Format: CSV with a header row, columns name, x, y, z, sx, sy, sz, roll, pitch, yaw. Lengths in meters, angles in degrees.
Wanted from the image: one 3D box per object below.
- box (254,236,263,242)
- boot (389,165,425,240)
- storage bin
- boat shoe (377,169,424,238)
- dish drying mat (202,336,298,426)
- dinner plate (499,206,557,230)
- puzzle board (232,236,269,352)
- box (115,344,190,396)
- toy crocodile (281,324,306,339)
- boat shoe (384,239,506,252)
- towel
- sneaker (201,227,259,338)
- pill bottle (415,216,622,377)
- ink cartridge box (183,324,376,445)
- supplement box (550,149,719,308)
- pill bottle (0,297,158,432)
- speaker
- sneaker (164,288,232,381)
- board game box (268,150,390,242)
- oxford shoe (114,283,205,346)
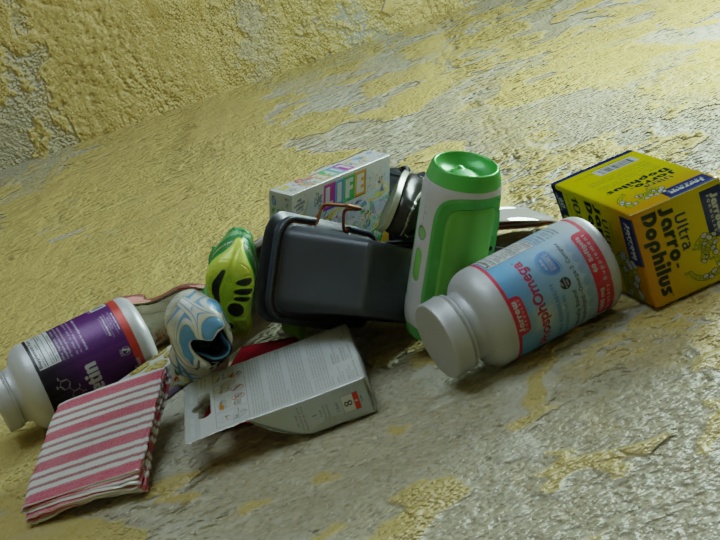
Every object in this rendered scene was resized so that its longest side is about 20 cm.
name,x,y,z,sx,sy,sz,roll,pitch,yaw
box,-0.066,-0.036,2.002,0.137,0.040,0.200,-29,20,-30
boot,0.035,-0.093,1.908,0.162,0.074,0.198,20,25,23
storage bin,0.000,0.000,1.602,0.134,0.146,0.200,7,-2,35
boat shoe,0.061,-0.071,1.589,0.060,0.072,0.201,27,12,1
dish drying mat,-0.124,0.128,1.628,0.076,0.018,0.200,-12,18,12
dinner plate,0.143,-0.062,1.750,0.199,0.024,0.200,-5,-1,0
puzzle board,-0.108,0.006,1.739,0.017,0.200,0.151,36,44,15
box,-0.247,0.132,1.706,0.041,0.039,0.200,5,30,41
toy crocodile,-0.034,0.026,1.761,0.067,0.062,0.200,10,24,22
boat shoe,0.102,-0.011,1.692,0.201,0.061,0.072,-5,23,39
towel,-0.285,0.190,1.550,0.146,0.030,0.200,-18,30,13
sneaker,-0.147,0.018,1.625,0.200,0.074,0.084,119,168,-60
pill bottle,0.162,0.030,1.458,0.199,0.109,0.109,-27,19,-18
ink cartridge box,-0.089,0.137,1.519,0.199,0.050,0.162,-23,20,0
supplement box,0.306,-0.049,1.532,0.109,0.109,0.200,-23,18,-11
pill bottle,-0.355,0.121,1.743,0.199,0.113,0.112,-26,19,-17
speaker,0.098,-0.023,1.514,0.088,0.201,0.089,6,27,-3
sneaker,-0.173,0.088,1.579,0.072,0.072,0.200,-41,-19,-15
board game box,-0.035,-0.055,1.699,0.034,0.135,0.200,15,26,33
oxford shoe,-0.252,0.070,1.888,0.199,0.071,0.074,-12,45,23
